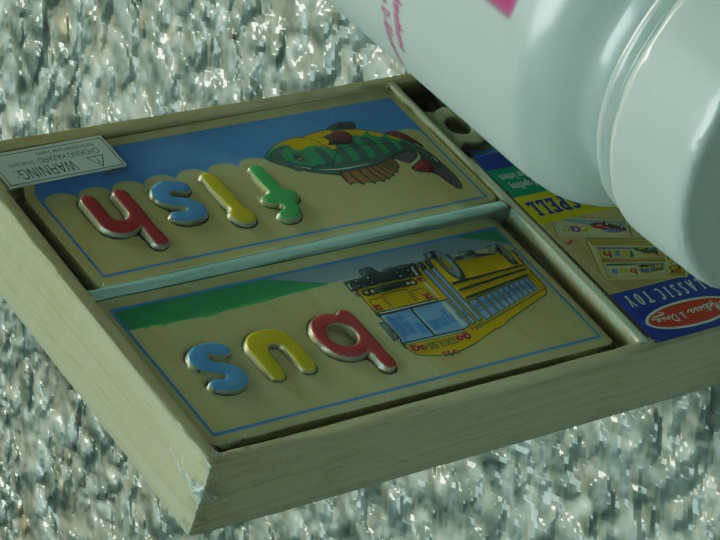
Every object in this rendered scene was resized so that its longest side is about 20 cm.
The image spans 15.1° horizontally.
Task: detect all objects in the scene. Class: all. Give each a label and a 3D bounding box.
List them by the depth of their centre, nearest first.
[{"bbox_3d":[0.058,-0.089,0.731,0.200,0.113,0.114,43,131,36],"label":"pill bottle"},{"bbox_3d":[0.000,0.000,0.759,0.133,0.199,0.026,48,133,32],"label":"puzzle box"}]
